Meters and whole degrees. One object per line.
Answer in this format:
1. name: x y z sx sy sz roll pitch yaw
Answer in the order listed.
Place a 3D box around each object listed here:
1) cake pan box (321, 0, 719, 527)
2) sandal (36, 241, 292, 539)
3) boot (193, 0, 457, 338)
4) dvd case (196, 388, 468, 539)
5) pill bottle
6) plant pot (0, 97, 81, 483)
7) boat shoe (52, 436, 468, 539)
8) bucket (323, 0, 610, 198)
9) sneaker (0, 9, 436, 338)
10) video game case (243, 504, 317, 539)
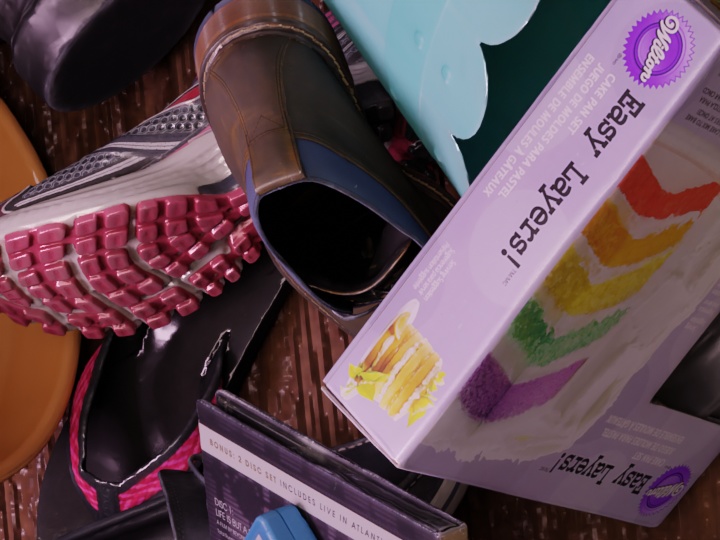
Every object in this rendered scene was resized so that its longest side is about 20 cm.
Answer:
1. cake pan box: 0.103 -0.001 1.006 0.184 0.200 0.052 -50 58 13
2. sandal: -0.082 0.051 1.147 0.075 0.045 0.201 23 95 18
3. boot: 0.000 0.000 1.039 0.075 0.200 0.097 -26 37 13
4. dvd case: -0.004 0.155 1.016 0.149 0.016 0.201 25 126 51
5. pill bottle: -0.154 -0.163 1.147 0.112 0.112 0.200 -46 75 12
6. plant pot: -0.228 0.011 1.136 0.140 0.200 0.201 -22 80 34
7. boat shoe: -0.051 0.105 1.102 0.199 0.075 0.062 -25 121 4
8. bucket: 0.080 -0.124 1.016 0.207 0.207 0.135 -45 62 12
9. sneaker: -0.062 -0.038 1.116 0.199 0.081 0.075 -23 53 -1
10. video game case: -0.024 0.192 1.034 0.143 0.018 0.200 58 147 22
